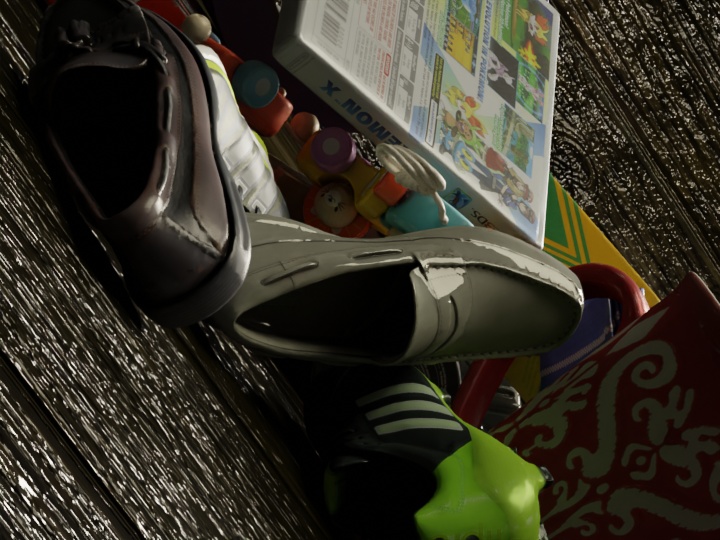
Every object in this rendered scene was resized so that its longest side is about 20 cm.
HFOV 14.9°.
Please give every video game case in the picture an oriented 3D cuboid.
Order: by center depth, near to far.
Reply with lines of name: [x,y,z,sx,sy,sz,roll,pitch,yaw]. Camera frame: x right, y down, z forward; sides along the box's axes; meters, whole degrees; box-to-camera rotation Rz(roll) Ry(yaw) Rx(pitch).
video game case: [0.034,-0.124,1.442,0.182,0.022,0.201,39,36,-26]

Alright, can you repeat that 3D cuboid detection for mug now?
mug: [0.109,0.104,1.324,0.134,0.200,0.178,54,3,-24]

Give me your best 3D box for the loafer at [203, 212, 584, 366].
loafer: [0.016,0.018,1.247,0.199,0.070,0.070,3,32,-25]

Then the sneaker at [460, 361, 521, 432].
sneaker: [0.041,0.076,1.688,0.076,0.114,0.200,16,52,-23]

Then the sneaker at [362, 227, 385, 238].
sneaker: [0.037,-0.037,1.528,0.077,0.085,0.200,25,4,-14]

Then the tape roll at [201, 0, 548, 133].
tape roll: [0.005,-0.185,1.558,0.200,0.200,0.085,54,3,-28]

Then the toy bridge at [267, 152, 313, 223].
toy bridge: [-0.048,-0.048,1.554,0.067,0.027,0.200,30,3,-20]

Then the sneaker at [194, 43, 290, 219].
sneaker: [-0.070,-0.040,1.261,0.081,0.074,0.200,61,6,22]

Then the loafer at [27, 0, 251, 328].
loafer: [-0.096,-0.062,1.109,0.063,0.072,0.200,47,11,-43]

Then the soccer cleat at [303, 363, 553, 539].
soccer cleat: [0.010,0.085,1.244,0.200,0.081,0.068,28,-60,59]

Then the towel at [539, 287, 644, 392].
towel: [0.108,0.112,1.438,0.145,0.024,0.201,138,-39,-72]

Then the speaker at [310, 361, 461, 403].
speaker: [0.016,0.053,1.515,0.081,0.081,0.200,56,3,-2]

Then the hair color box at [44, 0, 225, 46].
hair color box: [-0.124,-0.140,1.511,0.102,0.061,0.200,56,2,9]

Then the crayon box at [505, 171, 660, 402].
crayon box: [0.104,0.014,1.589,0.200,0.051,0.127,52,-24,23]

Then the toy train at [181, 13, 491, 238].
toy train: [-0.019,-0.047,1.368,0.200,0.056,0.150,34,-4,44]

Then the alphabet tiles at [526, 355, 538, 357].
alphabet tiles: [0.000,0.000,1.482,0.199,0.006,0.166,23,5,-37]
